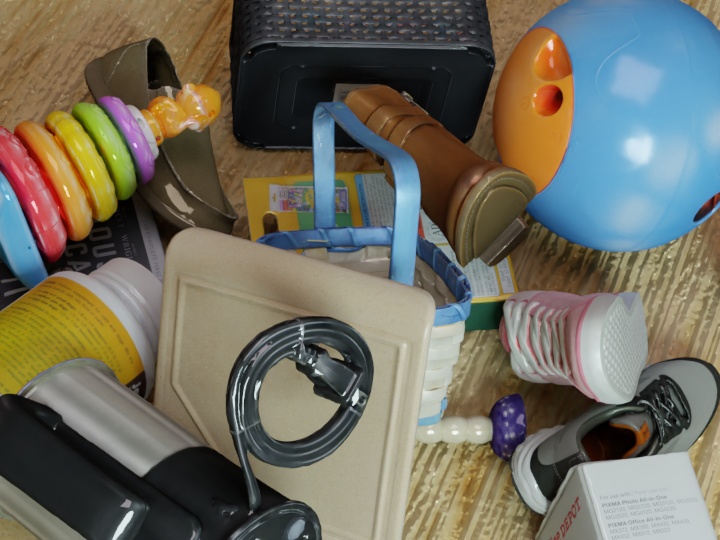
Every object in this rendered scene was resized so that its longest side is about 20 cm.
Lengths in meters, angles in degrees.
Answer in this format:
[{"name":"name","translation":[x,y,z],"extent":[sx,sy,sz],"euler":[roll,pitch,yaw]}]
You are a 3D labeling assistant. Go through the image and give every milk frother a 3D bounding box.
[{"name":"milk frother","translation":[-0.108,0.100,0.972],"extent":[0.188,0.181,0.200],"euler":[30,67,31]}]

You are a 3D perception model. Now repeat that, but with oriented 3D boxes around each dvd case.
[{"name":"dvd case","translation":[-0.241,0.014,1.208],"extent":[0.199,0.025,0.151],"euler":[-12,62,-14]}]

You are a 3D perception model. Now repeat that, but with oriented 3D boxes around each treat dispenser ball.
[{"name":"treat dispenser ball","translation":[0.201,-0.115,1.249],"extent":[0.199,0.201,0.202],"euler":[4,58,-6]}]

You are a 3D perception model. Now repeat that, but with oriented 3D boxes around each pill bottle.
[{"name":"pill bottle","translation":[-0.215,0.075,1.093],"extent":[0.109,0.110,0.200],"euler":[39,52,15]}]

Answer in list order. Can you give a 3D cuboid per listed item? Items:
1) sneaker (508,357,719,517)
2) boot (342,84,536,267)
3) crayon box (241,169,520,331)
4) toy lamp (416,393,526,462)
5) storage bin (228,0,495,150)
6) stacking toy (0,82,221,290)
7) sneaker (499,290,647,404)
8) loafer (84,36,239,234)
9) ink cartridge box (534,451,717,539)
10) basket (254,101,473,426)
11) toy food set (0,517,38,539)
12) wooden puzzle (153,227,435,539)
[{"name":"sneaker","translation":[0.200,0.116,1.164],"extent":[0.199,0.079,0.074],"euler":[-26,85,-36]},{"name":"boot","translation":[0.051,-0.081,1.155],"extent":[0.077,0.200,0.155],"euler":[-45,79,7]},{"name":"crayon box","translation":[0.012,-0.013,1.247],"extent":[0.198,0.052,0.127],"euler":[-3,59,-11]},{"name":"toy lamp","translation":[0.018,0.115,1.167],"extent":[0.198,0.058,0.059],"euler":[0,59,-8]},{"name":"storage bin","translation":[-0.002,-0.172,1.291],"extent":[0.198,0.136,0.094],"euler":[-1,59,-9]},{"name":"stacking toy","translation":[-0.188,-0.085,1.174],"extent":[0.199,0.117,0.110],"euler":[-31,47,-17]},{"name":"sneaker","translation":[0.144,0.054,1.153],"extent":[0.104,0.200,0.076],"euler":[-4,93,16]},{"name":"loafer","translation":[-0.149,-0.106,1.255],"extent":[0.067,0.076,0.201],"euler":[-42,66,17]},{"name":"ink cartridge box","translation":[0.189,0.239,1.064],"extent":[0.083,0.146,0.201],"euler":[-6,60,-11]},{"name":"basket","translation":[0.000,0.000,1.097],"extent":[0.138,0.202,0.176],"euler":[-1,19,-18]},{"name":"toy food set","translation":[-0.216,0.239,1.060],"extent":[0.199,0.049,0.199],"euler":[23,58,6]},{"name":"wooden puzzle","translation":[-0.048,0.087,1.034],"extent":[0.184,0.202,0.037],"euler":[15,17,20]}]
